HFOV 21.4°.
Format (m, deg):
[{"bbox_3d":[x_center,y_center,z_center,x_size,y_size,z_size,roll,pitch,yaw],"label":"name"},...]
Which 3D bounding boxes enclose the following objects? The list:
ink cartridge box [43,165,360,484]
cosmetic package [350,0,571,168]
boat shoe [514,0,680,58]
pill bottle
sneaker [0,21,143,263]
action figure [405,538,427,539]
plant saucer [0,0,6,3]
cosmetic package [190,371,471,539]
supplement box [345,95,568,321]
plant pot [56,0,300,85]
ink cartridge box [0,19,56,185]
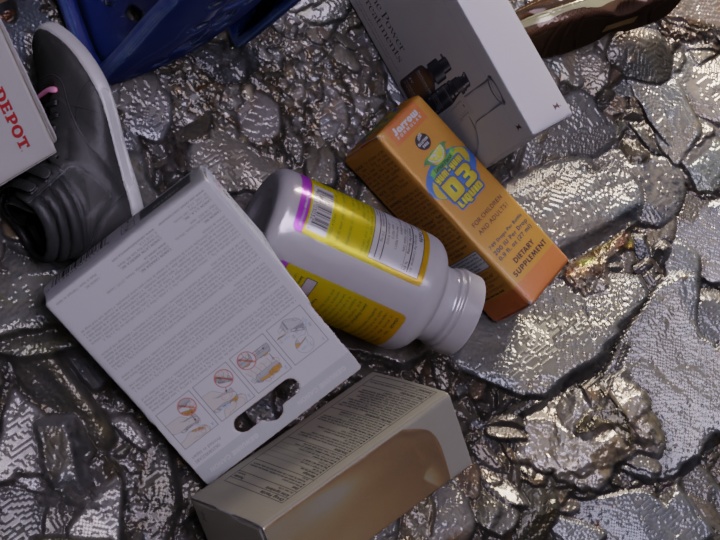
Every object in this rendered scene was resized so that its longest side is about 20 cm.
[{"bbox_3d":[-0.124,0.043,1.495,0.163,0.057,0.200,-37,112,6],"label":"ink cartridge box"},{"bbox_3d":[0.081,-0.189,1.642,0.052,0.151,0.200,-29,88,-30],"label":"cosmetic package"},{"bbox_3d":[0.205,-0.254,1.775,0.202,0.075,0.075,-17,69,-35],"label":"boat shoe"},{"bbox_3d":[0.000,0.000,1.574,0.200,0.104,0.104,25,66,-18],"label":"pill bottle"},{"bbox_3d":[-0.243,-0.096,1.502,0.099,0.071,0.200,-18,88,-34],"label":"sneaker"},{"bbox_3d":[0.038,0.291,1.515,0.065,0.099,0.200,-28,86,-31],"label":"action figure"},{"bbox_3d":[-0.293,-0.290,1.421,0.200,0.029,0.200,-25,132,-31],"label":"plant saucer"},{"bbox_3d":[-0.021,0.166,1.508,0.200,0.105,0.071,-32,116,-28],"label":"cosmetic package"},{"bbox_3d":[0.083,-0.053,1.652,0.200,0.069,0.067,45,60,-6],"label":"supplement box"},{"bbox_3d":[-0.138,-0.282,1.541,0.180,0.200,0.200,-13,80,-34],"label":"plant pot"},{"bbox_3d":[-0.345,-0.108,1.397,0.200,0.083,0.147,-33,124,-19],"label":"ink cartridge box"}]
